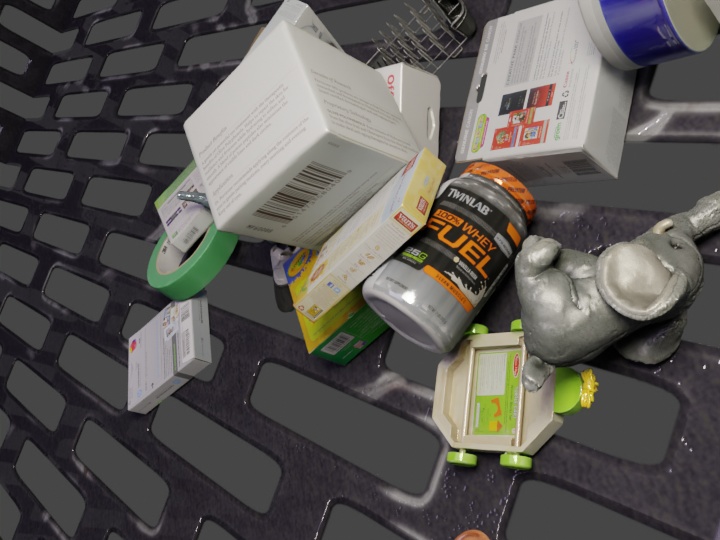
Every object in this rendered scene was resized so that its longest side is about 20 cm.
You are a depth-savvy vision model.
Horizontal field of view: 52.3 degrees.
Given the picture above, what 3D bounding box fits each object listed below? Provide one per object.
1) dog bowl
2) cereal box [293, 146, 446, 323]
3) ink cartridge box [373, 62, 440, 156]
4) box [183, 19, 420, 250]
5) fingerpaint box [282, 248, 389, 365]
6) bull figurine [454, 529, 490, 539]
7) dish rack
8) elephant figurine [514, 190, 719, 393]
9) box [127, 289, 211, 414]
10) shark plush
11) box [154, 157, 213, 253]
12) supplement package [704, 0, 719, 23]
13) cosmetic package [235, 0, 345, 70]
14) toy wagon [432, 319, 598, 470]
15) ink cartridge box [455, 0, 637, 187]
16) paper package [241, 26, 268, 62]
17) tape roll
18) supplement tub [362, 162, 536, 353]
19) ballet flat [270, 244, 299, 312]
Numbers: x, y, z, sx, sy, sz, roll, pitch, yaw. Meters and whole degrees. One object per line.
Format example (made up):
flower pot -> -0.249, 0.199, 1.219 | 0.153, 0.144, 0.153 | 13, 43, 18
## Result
dog bowl -> 0.293, -0.310, 0.738 | 0.079, 0.200, 0.201 | -2, 70, 44
cereal box -> 0.011, -0.041, 0.850 | 0.200, 0.040, 0.144 | -41, 15, 35
ink cartridge box -> 0.008, -0.198, 1.044 | 0.200, 0.086, 0.148 | -2, 85, 44
box -> -0.070, -0.154, 0.912 | 0.199, 0.200, 0.172 | -37, 63, 29
fingerpaint box -> 0.000, 0.000, 0.991 | 0.200, 0.073, 0.167 | -43, 46, 23
bull figurine -> 0.135, 0.343, 0.681 | 0.121, 0.065, 0.200 | -51, 42, 11
dish rack -> 0.074, -0.336, 1.094 | 0.200, 0.054, 0.154 | -44, 44, 23
elephant figurine -> 0.253, 0.017, 0.682 | 0.200, 0.141, 0.156 | -6, 97, 24
box -> -0.344, 0.142, 1.309 | 0.200, 0.041, 0.156 | -37, 47, 27
shark plush -> -0.197, -0.119, 1.197 | 0.200, 0.083, 0.091 | 21, 77, 13
box -> -0.300, -0.131, 1.329 | 0.144, 0.036, 0.200 | -46, 36, 4
supplement package -> 0.413, -0.331, 0.682 | 0.121, 0.120, 0.200 | 9, 78, 47
cosmetic package -> -0.088, -0.287, 1.114 | 0.052, 0.200, 0.151 | 36, 90, 33
toy wagon -> 0.163, 0.131, 0.780 | 0.200, 0.040, 0.156 | -9, 65, 43
ink cartridge box -> 0.218, -0.206, 0.854 | 0.175, 0.084, 0.200 | 2, 72, 47
paper package -> -0.155, -0.310, 1.245 | 0.191, 0.103, 0.200 | -59, 21, 6
tape roll -> -0.299, -0.043, 1.316 | 0.200, 0.048, 0.201 | -29, 39, 27
supplement tub -> 0.104, -0.017, 0.827 | 0.122, 0.123, 0.200 | 21, 68, 49
ballet flat -> -0.097, -0.036, 1.115 | 0.068, 0.068, 0.200 | 23, 88, 47
